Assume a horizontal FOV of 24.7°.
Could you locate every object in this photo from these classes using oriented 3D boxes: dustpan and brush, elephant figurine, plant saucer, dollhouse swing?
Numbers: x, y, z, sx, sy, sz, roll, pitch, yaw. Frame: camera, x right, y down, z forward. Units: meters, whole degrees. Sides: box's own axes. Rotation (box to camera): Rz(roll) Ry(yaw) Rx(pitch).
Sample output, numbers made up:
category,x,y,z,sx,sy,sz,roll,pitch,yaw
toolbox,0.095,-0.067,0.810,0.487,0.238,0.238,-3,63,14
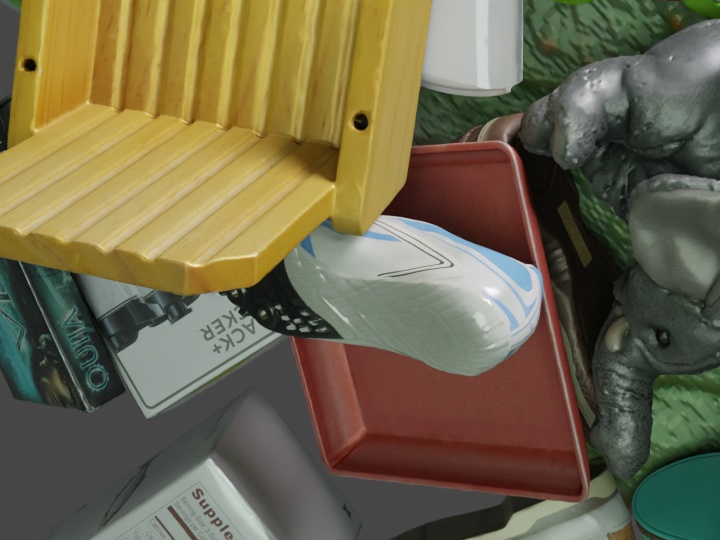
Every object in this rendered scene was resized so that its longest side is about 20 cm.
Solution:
category,x,y,z,sx,sy,sz,roll,pitch,yaw
dustpan and brush,0.000,-0.165,0.881,0.199,0.057,0.140,3,98,22
elephant figurine,0.176,-0.014,0.849,0.141,0.155,0.201,-17,80,-17
plant saucer,0.037,0.024,0.922,0.199,0.037,0.201,0,109,44
dollhouse swing,-0.092,-0.099,0.795,0.199,0.176,0.183,12,101,19

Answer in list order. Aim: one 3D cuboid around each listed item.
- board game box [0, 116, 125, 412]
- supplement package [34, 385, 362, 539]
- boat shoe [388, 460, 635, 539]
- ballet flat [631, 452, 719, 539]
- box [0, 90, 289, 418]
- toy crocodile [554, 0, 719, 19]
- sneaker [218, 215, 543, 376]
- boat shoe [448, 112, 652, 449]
category,x,y,z,sx,sy,sz,roll,pitch,yaw
board game box,-0.210,-0.015,0.953,0.028,0.135,0.201,-29,103,-26
supplement package,-0.116,0.184,0.995,0.200,0.117,0.117,-35,98,18
boat shoe,0.068,0.182,0.984,0.199,0.075,0.069,-23,96,15
ballet flat,0.247,0.134,0.923,0.070,0.068,0.200,32,146,-33
box,-0.116,-0.032,0.938,0.116,0.060,0.201,-30,88,19
toy crocodile,0.152,-0.168,0.873,0.199,0.062,0.068,9,69,10
sneaker,0.000,0.000,0.852,0.199,0.072,0.072,19,120,24
boat shoe,0.101,0.010,0.936,0.075,0.075,0.203,-13,103,42
